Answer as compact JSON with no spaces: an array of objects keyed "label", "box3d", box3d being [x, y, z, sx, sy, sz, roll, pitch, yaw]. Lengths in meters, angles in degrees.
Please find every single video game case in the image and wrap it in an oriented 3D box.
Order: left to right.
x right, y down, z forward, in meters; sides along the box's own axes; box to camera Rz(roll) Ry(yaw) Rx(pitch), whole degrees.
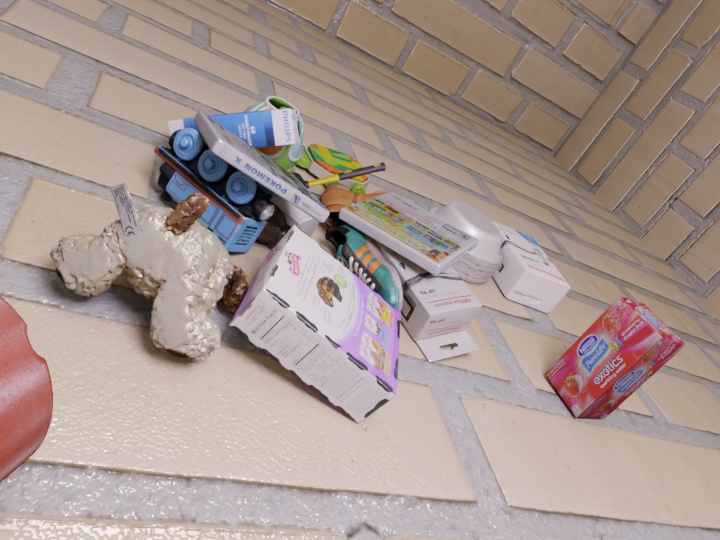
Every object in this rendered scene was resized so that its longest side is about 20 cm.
[{"label":"video game case","box3d":[-0.147,-0.152,0.768,0.182,0.022,0.200,32,9,-33]},{"label":"video game case","box3d":[0.088,-0.072,0.931,0.199,0.023,0.182,32,31,20]}]

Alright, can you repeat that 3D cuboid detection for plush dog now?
[{"label":"plush dog","box3d":[-0.211,-0.015,0.610,0.199,0.161,0.172,33,1,-4]}]

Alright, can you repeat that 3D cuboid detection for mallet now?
[{"label":"mallet","box3d":[-0.047,-0.170,1.005,0.198,0.041,0.066,-10,38,0]}]

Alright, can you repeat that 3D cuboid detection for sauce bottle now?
[{"label":"sauce bottle","box3d":[-0.165,-0.087,0.833,0.200,0.065,0.065,40,28,9]}]

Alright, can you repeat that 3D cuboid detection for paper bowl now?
[{"label":"paper bowl","box3d":[0.229,-0.073,1.175,0.199,0.105,0.201,26,28,-14]}]

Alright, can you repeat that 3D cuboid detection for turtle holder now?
[{"label":"turtle holder","box3d":[-0.164,-0.260,1.033,0.141,0.132,0.185,41,29,18]}]

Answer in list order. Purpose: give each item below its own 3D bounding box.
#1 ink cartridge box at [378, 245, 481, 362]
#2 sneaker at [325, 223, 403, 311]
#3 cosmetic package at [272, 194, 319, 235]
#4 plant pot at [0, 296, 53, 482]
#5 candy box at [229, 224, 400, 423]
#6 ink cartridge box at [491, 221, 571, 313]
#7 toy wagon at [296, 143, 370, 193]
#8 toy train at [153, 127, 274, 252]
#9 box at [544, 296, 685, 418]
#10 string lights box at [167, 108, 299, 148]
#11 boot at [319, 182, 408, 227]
[{"label":"ink cartridge box","box3d":[0.116,0.044,0.880,0.115,0.068,0.201,-7,48,-32]},{"label":"sneaker","box3d":[0.000,0.000,0.868,0.079,0.072,0.201,-4,45,-27]},{"label":"cosmetic package","box3d":[-0.167,-0.127,0.904,0.199,0.051,0.082,38,26,10]},{"label":"plant pot","box3d":[-0.298,0.096,0.285,0.200,0.202,0.195,34,19,4]},{"label":"candy box","box3d":[-0.044,0.061,0.668,0.200,0.071,0.168,40,26,-15]},{"label":"ink cartridge box","box3d":[0.375,-0.010,1.243,0.145,0.085,0.201,18,31,-26]},{"label":"toy wagon","box3d":[-0.073,-0.230,1.178,0.198,0.040,0.156,12,34,-35]},{"label":"toy train","box3d":[-0.216,-0.118,0.769,0.199,0.115,0.087,38,9,12]},{"label":"box","box3d":[0.432,0.154,0.916,0.095,0.201,0.100,13,33,-35]},{"label":"string lights box","box3d":[-0.207,-0.234,0.894,0.197,0.060,0.103,-6,16,0]},{"label":"boot","box3d":[0.017,-0.109,1.027,0.198,0.077,0.156,20,24,-12]}]
